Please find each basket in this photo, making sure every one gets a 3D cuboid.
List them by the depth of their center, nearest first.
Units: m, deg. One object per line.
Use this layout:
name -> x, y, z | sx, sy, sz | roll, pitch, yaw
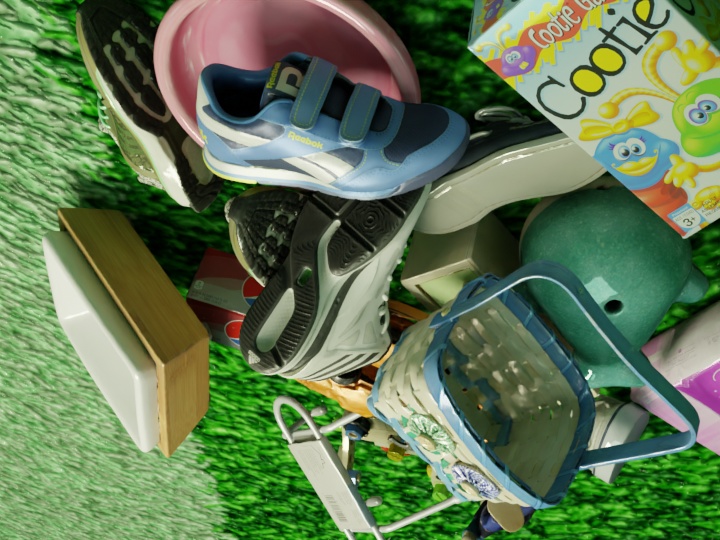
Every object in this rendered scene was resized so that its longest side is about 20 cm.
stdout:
basket -> 0.120, 0.088, 0.781 | 0.176, 0.139, 0.200 | 46, 132, -14

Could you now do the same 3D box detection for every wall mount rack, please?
wall mount rack -> 0.008, 0.186, 1.032 | 0.174, 0.075, 0.200 | -21, 101, 56

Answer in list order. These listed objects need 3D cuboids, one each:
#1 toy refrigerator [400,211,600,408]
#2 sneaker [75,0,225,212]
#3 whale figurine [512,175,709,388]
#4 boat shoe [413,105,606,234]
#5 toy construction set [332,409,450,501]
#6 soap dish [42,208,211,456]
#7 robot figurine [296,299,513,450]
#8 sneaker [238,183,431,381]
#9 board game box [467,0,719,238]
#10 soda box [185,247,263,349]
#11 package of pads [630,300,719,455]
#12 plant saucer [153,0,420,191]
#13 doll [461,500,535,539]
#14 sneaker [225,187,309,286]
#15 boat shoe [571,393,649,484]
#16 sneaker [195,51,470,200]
toy refrigerator -> 0.128, 0.039, 0.932 | 0.076, 0.070, 0.200 | -19, 129, 38
sneaker -> -0.186, -0.126, 0.857 | 0.089, 0.077, 0.200 | 5, 139, 29
whale figurine -> 0.192, 0.027, 0.836 | 0.159, 0.104, 0.200 | -4, 124, 7
boat shoe -> 0.107, -0.082, 0.793 | 0.075, 0.062, 0.200 | 24, 150, -31
toy construction set -> 0.043, 0.192, 1.144 | 0.200, 0.092, 0.131 | -5, 138, 11
soap dish -> -0.213, 0.052, 0.993 | 0.200, 0.081, 0.157 | 50, 151, 28
robot figurine -> 0.047, 0.089, 0.922 | 0.200, 0.058, 0.145 | 24, 132, -3
sneaker -> 0.000, 0.000, 0.819 | 0.076, 0.201, 0.115 | 41, -172, 32
board game box -> 0.176, -0.133, 0.665 | 0.200, 0.105, 0.103 | 36, 130, -22
soda box -> -0.064, 0.047, 1.021 | 0.200, 0.063, 0.070 | 17, 144, 0
package of pads -> 0.332, 0.076, 0.892 | 0.120, 0.076, 0.200 | 30, 140, -15
plant saucer -> -0.051, -0.144, 0.793 | 0.200, 0.051, 0.201 | 12, 142, 9
doll -> 0.163, 0.250, 1.149 | 0.048, 0.136, 0.200 | 54, 169, 13
sneaker -> -0.080, -0.030, 0.869 | 0.089, 0.077, 0.200 | 25, 176, 16
boat shoe -> 0.214, 0.146, 1.000 | 0.086, 0.075, 0.202 | 30, 175, 17
sneaker -> -0.025, -0.102, 0.737 | 0.200, 0.074, 0.082 | 4, 138, 16
